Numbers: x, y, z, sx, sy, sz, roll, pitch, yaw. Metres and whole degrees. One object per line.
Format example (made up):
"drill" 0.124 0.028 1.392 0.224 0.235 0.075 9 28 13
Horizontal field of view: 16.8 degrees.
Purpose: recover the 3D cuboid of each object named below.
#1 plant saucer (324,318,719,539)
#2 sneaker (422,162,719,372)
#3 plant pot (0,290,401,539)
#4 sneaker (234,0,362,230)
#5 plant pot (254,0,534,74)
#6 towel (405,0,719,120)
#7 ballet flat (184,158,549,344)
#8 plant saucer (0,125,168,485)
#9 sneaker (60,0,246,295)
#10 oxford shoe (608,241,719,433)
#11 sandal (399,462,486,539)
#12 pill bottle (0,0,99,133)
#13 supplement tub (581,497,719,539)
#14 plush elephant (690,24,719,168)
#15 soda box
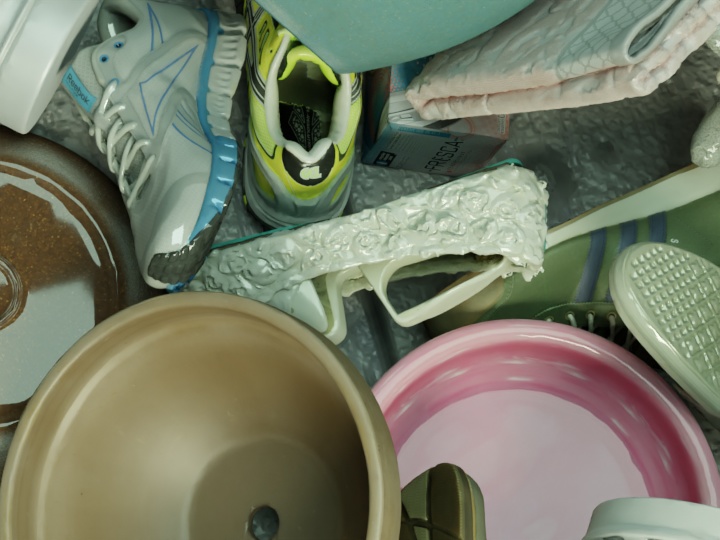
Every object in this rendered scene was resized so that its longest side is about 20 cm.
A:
"plant saucer" 0.079 0.126 1.216 0.200 0.051 0.201 1 79 -7
"sneaker" 0.135 0.015 1.268 0.200 0.067 0.090 -25 76 -21
"plant pot" -0.064 0.117 1.153 0.200 0.093 0.202 -5 77 22
"sneaker" -0.025 -0.121 1.270 0.075 0.076 0.201 0 70 -12
"plant pot" -0.001 -0.175 1.175 0.200 0.200 0.135 42 93 2
"towel" 0.135 -0.149 1.196 0.200 0.191 0.032 -44 111 -23
"ballet flat" 0.000 0.000 1.209 0.199 0.072 0.072 -16 75 9
"plant saucer" -0.189 0.015 1.207 0.200 0.037 0.201 4 71 -12
"sneaker" -0.108 -0.067 1.200 0.086 0.075 0.200 20 36 -19
"oxford shoe" 0.186 0.053 1.236 0.200 0.058 0.075 34 55 -34
"sandal" 0.041 0.186 1.128 0.054 0.080 0.201 31 50 -34
"pill bottle" -0.235 -0.151 1.209 0.200 0.112 0.112 28 68 -4
"supplement tub" 0.137 0.216 1.090 0.145 0.145 0.201 20 70 -7
"plush elephant" 0.225 -0.114 1.255 0.165 0.200 0.155 42 50 -5
"soda box" 0.044 -0.155 1.305 0.068 0.064 0.201 7 70 -11
